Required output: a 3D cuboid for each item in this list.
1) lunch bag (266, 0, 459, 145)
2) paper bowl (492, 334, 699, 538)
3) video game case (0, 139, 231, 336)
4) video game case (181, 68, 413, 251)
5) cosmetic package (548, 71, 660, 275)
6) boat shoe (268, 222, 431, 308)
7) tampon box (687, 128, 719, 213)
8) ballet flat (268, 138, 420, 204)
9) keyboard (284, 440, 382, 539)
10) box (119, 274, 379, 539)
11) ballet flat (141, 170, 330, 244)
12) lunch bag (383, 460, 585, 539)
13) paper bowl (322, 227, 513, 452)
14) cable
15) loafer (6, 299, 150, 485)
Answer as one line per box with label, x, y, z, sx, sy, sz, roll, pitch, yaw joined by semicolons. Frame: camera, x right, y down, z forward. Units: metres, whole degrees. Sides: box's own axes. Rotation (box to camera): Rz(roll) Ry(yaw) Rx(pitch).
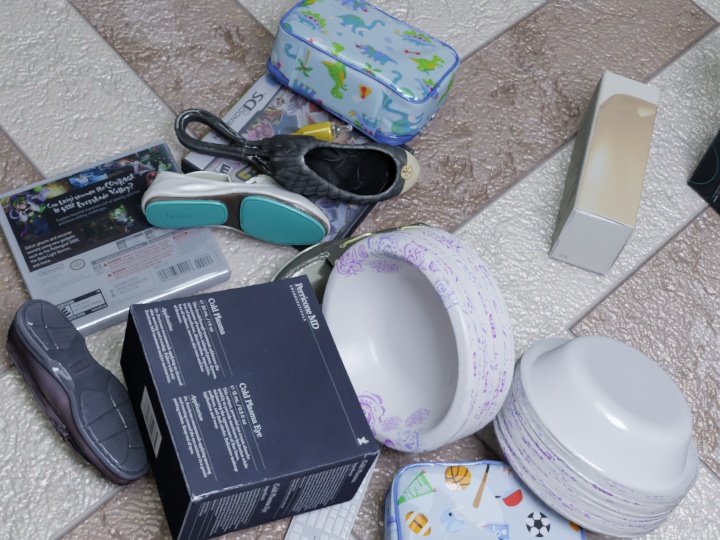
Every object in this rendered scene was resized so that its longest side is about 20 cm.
lunch bag;0.007;-0.237;1.325;0.198;0.083;0.161;29;41;7
paper bowl;0.231;0.141;1.096;0.198;0.105;0.202;21;33;-14
video game case;-0.260;-0.033;1.209;0.198;0.023;0.183;-22;66;-20
video game case;-0.069;-0.124;1.292;0.199;0.026;0.181;33;60;10
cosmetic package;0.274;-0.109;1.297;0.070;0.106;0.202;18;60;1
boat shoe;-0.001;-0.003;1.202;0.199;0.060;0.073;-19;93;-19
tampon box;0.507;-0.146;1.329;0.199;0.151;0.126;-33;68;-24
ballet flat;-0.008;-0.102;1.216;0.198;0.056;0.068;-3;96;-41
keyboard;-0.027;0.218;1.108;0.056;0.011;0.202;21;58;3
box;-0.108;0.125;1.074;0.179;0.105;0.202;-10;59;-24
ballet flat;-0.127;-0.074;1.209;0.196;0.070;0.070;6;59;-3
lunch bag;0.111;0.261;1.070;0.196;0.076;0.163;1;62;-10
paper bowl;0.062;0.061;1.094;0.103;0.201;0.202;-11;59;-42
cable;-0.107;-0.122;1.260;0.196;0.050;0.099;5;76;7
loafer;-0.270;0.122;1.103;0.201;0.063;0.072;54;37;11
